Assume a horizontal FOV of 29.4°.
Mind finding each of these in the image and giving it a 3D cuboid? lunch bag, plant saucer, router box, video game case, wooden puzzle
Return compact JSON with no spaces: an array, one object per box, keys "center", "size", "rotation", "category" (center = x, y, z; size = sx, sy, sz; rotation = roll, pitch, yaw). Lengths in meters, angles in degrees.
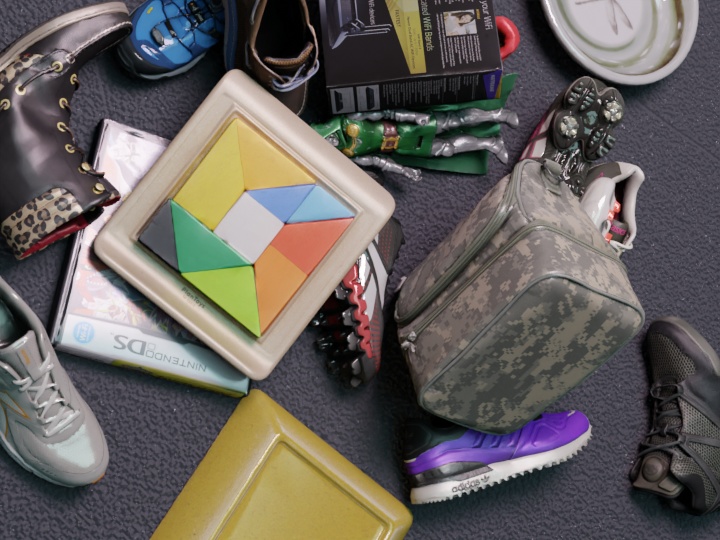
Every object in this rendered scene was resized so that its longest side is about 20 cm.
[{"center":[0.123,0.021,1.190],"size":[0.139,0.200,0.169],"rotation":[22,36,-31],"category":"lunch bag"},{"center":[0.257,-0.283,1.417],"size":[0.198,0.050,0.202],"rotation":[5,78,-26],"category":"plant saucer"},{"center":[-0.063,0.236,1.171],"size":[0.200,0.048,0.201],"rotation":[40,67,-15],"category":"plant saucer"},{"center":[0.039,-0.245,1.241],"size":[0.156,0.052,0.202],"rotation":[-5,66,1],"category":"router box"},{"center":[-0.161,-0.009,1.178],"size":[0.179,0.025,0.202],"rotation":[17,74,-23],"category":"video game case"},{"center":[-0.094,-0.039,1.147],"size":[0.185,0.037,0.201],"rotation":[39,81,-7],"category":"wooden puzzle"}]

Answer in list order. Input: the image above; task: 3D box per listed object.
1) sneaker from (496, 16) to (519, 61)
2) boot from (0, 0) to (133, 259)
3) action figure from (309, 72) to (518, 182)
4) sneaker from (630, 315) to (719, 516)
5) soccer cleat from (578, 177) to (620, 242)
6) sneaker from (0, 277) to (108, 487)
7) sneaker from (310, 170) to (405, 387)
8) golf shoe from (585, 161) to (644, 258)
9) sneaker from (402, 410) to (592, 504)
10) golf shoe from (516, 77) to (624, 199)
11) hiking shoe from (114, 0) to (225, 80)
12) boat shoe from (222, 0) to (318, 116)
[{"center":[0.062,-0.207,1.288],"size":[0.199,0.085,0.078],"rotation":[-19,89,-28],"category":"sneaker"},{"center":[-0.243,-0.116,1.115],"size":[0.199,0.073,0.151],"rotation":[-34,87,-21],"category":"boot"},{"center":[0.045,-0.126,1.268],"size":[0.198,0.119,0.055],"rotation":[-4,40,-18],"category":"action figure"},{"center":[0.312,0.150,1.354],"size":[0.114,0.076,0.201],"rotation":[-20,95,-34],"category":"sneaker"},{"center":[0.174,0.000,1.266],"size":[0.077,0.069,0.201],"rotation":[27,112,12],"category":"soccer cleat"},{"center":[-0.262,0.086,1.074],"size":[0.076,0.092,0.201],"rotation":[-39,99,-25],"category":"sneaker"},{"center":[0.000,0.000,1.230],"size":[0.097,0.071,0.202],"rotation":[-11,92,-36],"category":"sneaker"},{"center":[0.218,-0.016,1.332],"size":[0.077,0.088,0.202],"rotation":[22,73,-23],"category":"golf shoe"},{"center":[0.125,0.142,1.267],"size":[0.199,0.069,0.100],"rotation":[-14,85,-28],"category":"sneaker"},{"center":[0.183,-0.091,1.327],"size":[0.077,0.088,0.201],"rotation":[32,93,-11],"category":"golf shoe"},{"center":[-0.128,-0.237,1.196],"size":[0.199,0.087,0.075],"rotation":[-36,91,-28],"category":"hiking shoe"},{"center":[-0.075,-0.189,1.165],"size":[0.072,0.201,0.072],"rotation":[-31,54,-13],"category":"boat shoe"}]
